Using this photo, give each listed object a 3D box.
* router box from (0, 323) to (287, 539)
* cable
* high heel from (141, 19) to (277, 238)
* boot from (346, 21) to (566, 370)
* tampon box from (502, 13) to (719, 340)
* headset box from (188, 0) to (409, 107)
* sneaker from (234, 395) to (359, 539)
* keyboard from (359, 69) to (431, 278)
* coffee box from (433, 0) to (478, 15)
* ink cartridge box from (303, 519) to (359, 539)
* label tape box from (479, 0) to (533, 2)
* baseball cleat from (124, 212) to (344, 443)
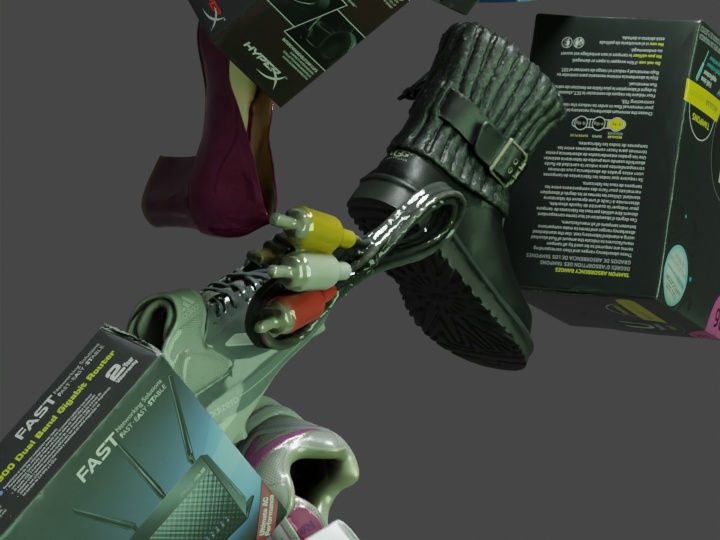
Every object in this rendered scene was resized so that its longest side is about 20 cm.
[{"bbox_3d":[-0.151,0.154,1.350,0.200,0.062,0.150,-50,130,-18],"label":"router box"},{"bbox_3d":[0.000,0.000,1.458,0.200,0.050,0.097,-9,117,-47],"label":"cable"},{"bbox_3d":[-0.056,-0.108,1.456,0.067,0.096,0.201,36,65,-46],"label":"high heel"},{"bbox_3d":[0.086,-0.046,1.626,0.158,0.079,0.211,-59,139,-26],"label":"boot"},{"bbox_3d":[0.194,-0.065,1.730,0.150,0.126,0.201,24,73,-61],"label":"tampon box"},{"bbox_3d":[-0.014,-0.215,1.387,0.200,0.149,0.077,-39,136,9],"label":"headset box"},{"bbox_3d":[-0.070,0.160,1.465,0.081,0.088,0.200,55,52,-37],"label":"sneaker"},{"bbox_3d":[0.066,-0.089,1.671,0.200,0.021,0.127,-36,120,-45],"label":"keyboard"},{"bbox_3d":[0.062,-0.282,1.554,0.114,0.080,0.200,23,74,-6],"label":"coffee box"},{"bbox_3d":[-0.090,0.242,1.410,0.200,0.057,0.163,-24,155,-25],"label":"ink cartridge box"},{"bbox_3d":[0.139,-0.266,1.713,0.200,0.063,0.145,-13,102,-50],"label":"label tape box"},{"bbox_3d":[-0.076,0.025,1.464,0.107,0.070,0.200,54,52,-39],"label":"baseball cleat"}]
